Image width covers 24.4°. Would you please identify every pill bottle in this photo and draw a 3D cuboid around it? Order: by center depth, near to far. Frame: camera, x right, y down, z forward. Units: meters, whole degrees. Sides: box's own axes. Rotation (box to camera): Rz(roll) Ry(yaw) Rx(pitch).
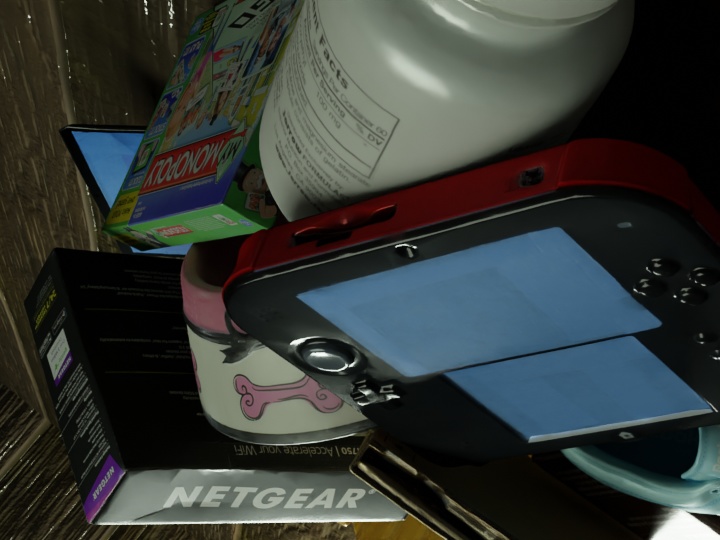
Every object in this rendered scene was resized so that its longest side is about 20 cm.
[{"bbox_3d":[0.036,-0.089,0.611,0.114,0.114,0.200,38,149,5],"label":"pill bottle"}]

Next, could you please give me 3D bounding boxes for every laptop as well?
[{"bbox_3d":[-0.094,-0.004,1.110,0.200,0.103,0.177,56,172,27],"label":"laptop"}]

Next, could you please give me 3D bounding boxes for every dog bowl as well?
[{"bbox_3d":[0.000,0.000,0.821,0.200,0.200,0.074,11,130,56],"label":"dog bowl"}]

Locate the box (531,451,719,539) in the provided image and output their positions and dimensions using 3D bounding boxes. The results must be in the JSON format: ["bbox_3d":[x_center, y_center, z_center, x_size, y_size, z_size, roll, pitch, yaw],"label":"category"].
[{"bbox_3d":[0.199,0.122,0.860,0.200,0.075,0.100,37,163,-5],"label":"box"}]

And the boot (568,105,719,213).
[{"bbox_3d":[0.166,0.003,0.697,0.199,0.066,0.165,14,152,45],"label":"boot"}]

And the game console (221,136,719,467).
[{"bbox_3d":[0.064,0.024,0.642,0.199,0.031,0.177,-14,139,36],"label":"game console"}]

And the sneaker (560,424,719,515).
[{"bbox_3d":[0.177,0.083,0.725,0.199,0.074,0.082,1,-179,24],"label":"sneaker"}]

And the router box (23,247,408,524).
[{"bbox_3d":[-0.070,0.064,0.909,0.051,0.199,0.150,-55,44,35],"label":"router box"}]

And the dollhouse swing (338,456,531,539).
[{"bbox_3d":[0.052,0.092,0.987,0.200,0.182,0.176,26,169,38],"label":"dollhouse swing"}]

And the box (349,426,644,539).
[{"bbox_3d":[0.076,0.118,0.821,0.163,0.021,0.200,34,-173,2],"label":"box"}]

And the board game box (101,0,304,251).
[{"bbox_3d":[-0.065,-0.079,0.831,0.029,0.135,0.200,28,167,-21],"label":"board game box"}]
